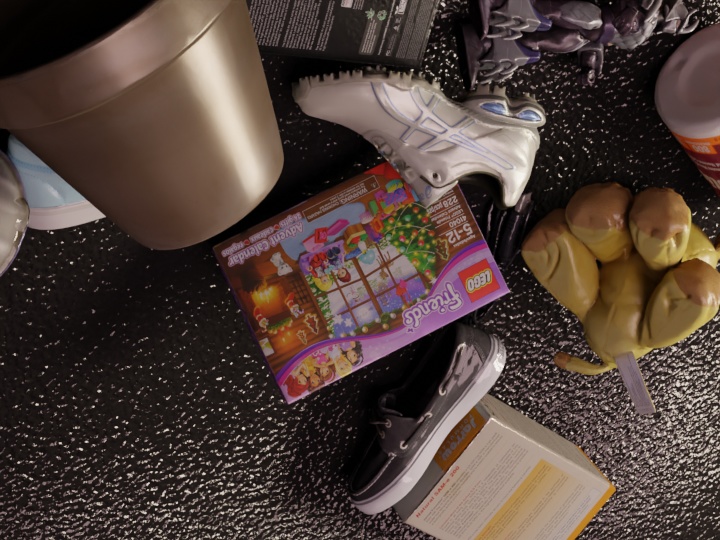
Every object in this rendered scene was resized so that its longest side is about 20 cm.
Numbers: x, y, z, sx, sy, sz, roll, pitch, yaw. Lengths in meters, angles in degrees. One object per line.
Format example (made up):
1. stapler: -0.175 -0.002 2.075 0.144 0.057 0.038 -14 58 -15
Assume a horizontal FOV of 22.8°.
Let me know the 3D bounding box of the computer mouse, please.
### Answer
1. computer mouse: 0.055 -0.010 1.488 0.198 0.053 0.140 6 118 -32

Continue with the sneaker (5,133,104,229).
1. sneaker: -0.156 -0.096 1.267 0.198 0.074 0.082 -23 133 -16

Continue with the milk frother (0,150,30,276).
1. milk frother: -0.321 -0.103 1.164 0.188 0.179 0.202 38 69 -72

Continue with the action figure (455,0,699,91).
1. action figure: 0.177 -0.192 1.414 0.198 0.070 0.130 -5 154 -15

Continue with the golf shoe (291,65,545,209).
1. golf shoe: 0.042 -0.100 1.362 0.198 0.078 0.098 9 87 -9

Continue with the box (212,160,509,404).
1. box: 0.000 0.000 1.411 0.199 0.039 0.138 -27 90 -6

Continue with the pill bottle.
1. pill bottle: 0.345 -0.112 1.546 0.114 0.114 0.200 -44 131 3

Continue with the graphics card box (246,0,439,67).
1. graphics card box: -0.031 -0.217 1.274 0.198 0.051 0.127 1 117 -31

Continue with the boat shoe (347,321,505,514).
1. boat shoe: 0.043 0.125 1.559 0.066 0.070 0.200 31 111 -28

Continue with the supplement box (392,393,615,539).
1. supplement box: 0.125 0.196 1.650 0.199 0.074 0.126 32 102 -40

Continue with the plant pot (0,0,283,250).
1. plant pot: -0.140 -0.115 1.161 0.199 0.200 0.174 -33 121 -6

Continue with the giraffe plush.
1. giraffe plush: 0.254 -0.003 1.548 0.162 0.171 0.202 -40 127 -48
